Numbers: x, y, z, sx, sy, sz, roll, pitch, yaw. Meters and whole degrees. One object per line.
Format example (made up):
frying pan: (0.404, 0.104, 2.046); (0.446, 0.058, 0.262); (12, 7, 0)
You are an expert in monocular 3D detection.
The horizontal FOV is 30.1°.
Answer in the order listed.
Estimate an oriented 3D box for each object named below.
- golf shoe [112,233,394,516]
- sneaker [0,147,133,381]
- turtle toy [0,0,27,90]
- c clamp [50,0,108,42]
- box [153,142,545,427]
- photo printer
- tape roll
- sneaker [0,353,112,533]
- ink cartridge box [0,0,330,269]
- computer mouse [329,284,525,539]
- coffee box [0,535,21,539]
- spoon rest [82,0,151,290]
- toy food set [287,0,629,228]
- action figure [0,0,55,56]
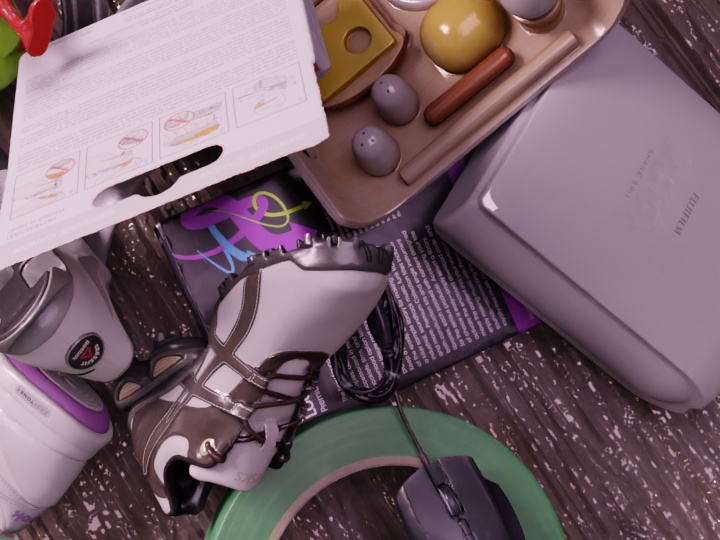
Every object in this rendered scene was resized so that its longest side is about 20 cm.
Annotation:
golf shoe: (-0.045, 0.055, 0.659); (0.077, 0.200, 0.095); (8, 57, -38)
sneaker: (-0.180, -0.004, 0.706); (0.074, 0.088, 0.200); (-46, 44, 5)
turtle toy: (-0.282, -0.129, 0.737); (0.199, 0.101, 0.147); (3, 76, -7)
c clamp: (-0.197, -0.204, 0.744); (0.170, 0.201, 0.027); (21, 38, 32)
box: (0.000, 0.000, 0.771); (0.199, 0.036, 0.144); (-24, 89, -14)
photo printer: (0.158, -0.029, 0.768); (0.200, 0.069, 0.167); (39, 64, -13)
tape roll: (0.013, 0.173, 0.716); (0.199, 0.048, 0.202); (1, 85, -11)
sneaker: (-0.231, 0.058, 0.712); (0.200, 0.075, 0.100); (37, 97, 14)
ink cartridge box: (-0.092, -0.072, 0.652); (0.162, 0.057, 0.200); (-21, 41, 6)
computer mouse: (0.034, 0.091, 0.687); (0.058, 0.034, 0.201); (-25, 90, -12)
coffee box: (-0.155, 0.198, 0.651); (0.199, 0.044, 0.123); (5, 58, 19)
spoon rest: (-0.118, -0.085, 0.771); (0.099, 0.061, 0.201); (25, 75, -1)
toy food set: (0.028, -0.138, 0.727); (0.200, 0.060, 0.144); (-39, 68, 6)
action figure: (-0.228, -0.184, 0.702); (0.065, 0.052, 0.200); (-20, 52, -33)
